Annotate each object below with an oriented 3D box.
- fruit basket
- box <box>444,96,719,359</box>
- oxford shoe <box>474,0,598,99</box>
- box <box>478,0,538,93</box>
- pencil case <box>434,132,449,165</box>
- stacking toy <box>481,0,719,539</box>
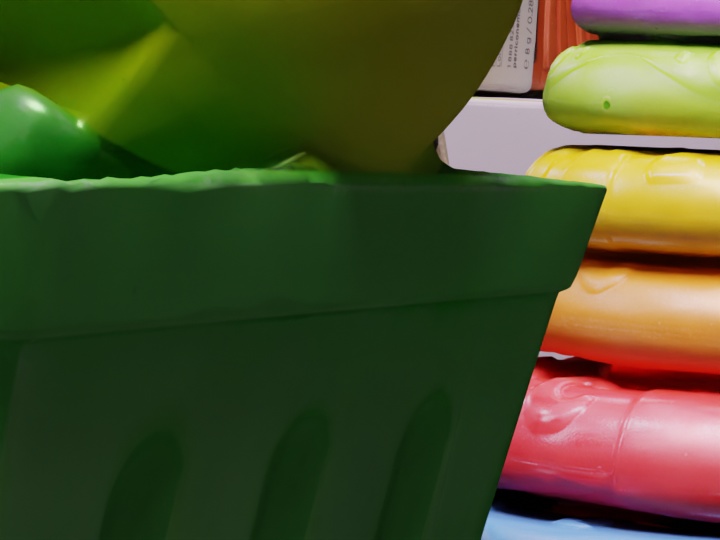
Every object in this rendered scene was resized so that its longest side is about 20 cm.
[{"bbox_3d":[-0.047,-0.026,0.426,0.155,0.217,0.215,4,4,25],"label":"fruit basket"},{"bbox_3d":[0.000,0.000,0.837,0.199,0.102,0.112,1,4,-34],"label":"box"},{"bbox_3d":[0.067,-0.084,0.983,0.073,0.072,0.200,-5,-6,34],"label":"oxford shoe"},{"bbox_3d":[-0.032,-0.086,0.804,0.082,0.069,0.200,7,5,32],"label":"box"},{"bbox_3d":[-0.077,-0.003,0.592,0.199,0.078,0.089,-13,-28,14],"label":"pencil case"},{"bbox_3d":[0.074,-0.031,0.592,0.115,0.202,0.110,2,4,-7],"label":"stacking toy"}]
